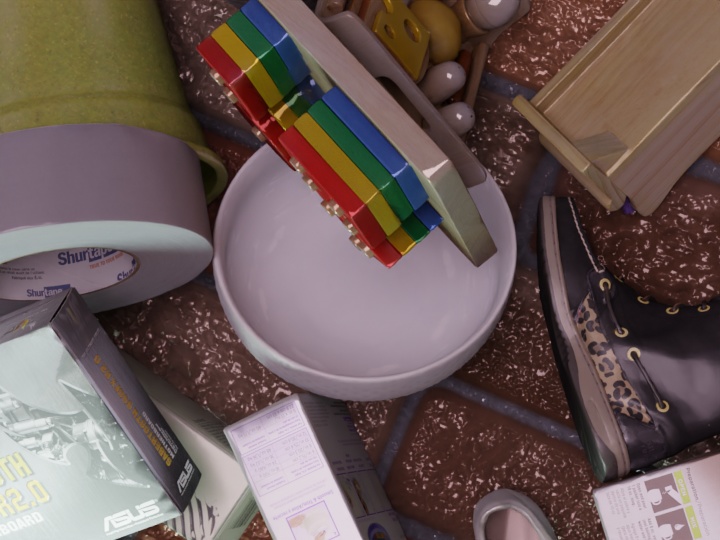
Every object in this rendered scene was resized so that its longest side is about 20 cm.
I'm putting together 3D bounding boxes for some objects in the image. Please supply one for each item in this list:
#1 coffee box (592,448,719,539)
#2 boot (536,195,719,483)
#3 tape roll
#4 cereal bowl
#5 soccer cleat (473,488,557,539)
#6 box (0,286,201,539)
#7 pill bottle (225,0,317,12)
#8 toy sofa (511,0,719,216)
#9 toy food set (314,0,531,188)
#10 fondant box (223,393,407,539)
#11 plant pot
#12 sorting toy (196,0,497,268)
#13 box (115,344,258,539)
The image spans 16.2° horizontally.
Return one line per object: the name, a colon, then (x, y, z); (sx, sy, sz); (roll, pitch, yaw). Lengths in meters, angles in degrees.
coffee box: (0.259, 0.146, 1.616); (0.200, 0.114, 0.080); (-18, 84, 10)
boot: (0.199, 0.031, 1.650); (0.150, 0.073, 0.200); (-13, 61, -1)
tape roll: (-0.196, -0.027, 1.609); (0.200, 0.200, 0.066); (-13, 74, 10)
cereal bowl: (0.000, 0.000, 1.672); (0.200, 0.083, 0.200); (2, 63, -5)
soccer cleat: (0.134, 0.232, 1.655); (0.069, 0.078, 0.200); (-35, 82, 8)
box: (-0.226, 0.114, 1.640); (0.200, 0.048, 0.158); (-21, 114, 26)
pill bottle: (-0.066, -0.228, 1.653); (0.113, 0.200, 0.113); (-1, 87, 11)
toy sofa: (0.206, -0.137, 1.665); (0.200, 0.098, 0.083); (-46, 56, 6)
toy food set: (0.048, -0.162, 1.615); (0.060, 0.200, 0.144); (-28, 117, 29)
fondant box: (-0.010, 0.180, 1.652); (0.058, 0.144, 0.200); (-27, 82, 8)
plant pot: (-0.200, -0.133, 1.694); (0.200, 0.200, 0.184); (-12, 74, 10)
sorting toy: (-0.017, -0.084, 1.569); (0.070, 0.199, 0.200); (-42, 72, -2)
box: (-0.155, 0.105, 1.718); (0.200, 0.082, 0.068); (34, 96, 12)
